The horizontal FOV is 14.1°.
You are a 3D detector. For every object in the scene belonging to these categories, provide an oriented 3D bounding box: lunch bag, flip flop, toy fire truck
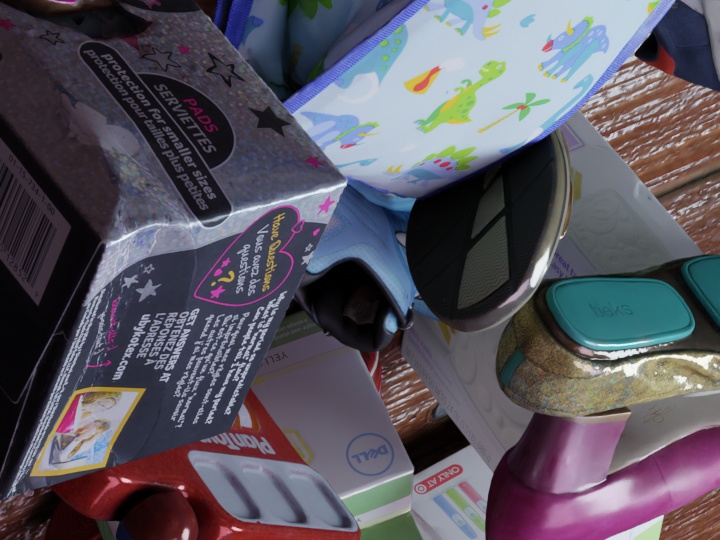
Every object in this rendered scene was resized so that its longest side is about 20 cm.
[{"bbox_3d":[0.035,-0.123,1.189,0.200,0.127,0.170,-56,150,11],"label":"lunch bag"},{"bbox_3d":[0.064,-0.035,1.302,0.081,0.200,0.058,-32,115,16],"label":"flip flop"},{"bbox_3d":[-0.097,0.059,1.245,0.112,0.168,0.200,-49,152,16],"label":"toy fire truck"}]

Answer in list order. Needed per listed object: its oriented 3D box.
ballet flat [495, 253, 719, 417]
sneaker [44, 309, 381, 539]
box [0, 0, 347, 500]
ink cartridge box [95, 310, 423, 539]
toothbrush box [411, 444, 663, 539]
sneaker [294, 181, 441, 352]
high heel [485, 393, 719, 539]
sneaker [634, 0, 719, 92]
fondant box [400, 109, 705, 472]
[{"bbox_3d":[0.141,0.032,1.318,0.199,0.071,0.071,-4,136,-38],"label":"ballet flat"},{"bbox_3d":[-0.062,0.113,1.470,0.200,0.078,0.116,-36,151,-7],"label":"sneaker"},{"bbox_3d":[-0.118,-0.044,1.030,0.114,0.200,0.132,-16,144,-42],"label":"box"},{"bbox_3d":[-0.040,0.125,1.353,0.145,0.200,0.048,-19,149,-12],"label":"ink cartridge box"},{"bbox_3d":[0.089,0.184,1.683,0.145,0.086,0.200,-27,145,-26],"label":"toothbrush box"},{"bbox_3d":[0.000,0.000,1.343,0.078,0.090,0.200,-16,158,29],"label":"sneaker"},{"bbox_3d":[0.146,0.095,1.398,0.199,0.067,0.096,3,123,-32],"label":"high heel"},{"bbox_3d":[0.143,-0.168,1.328,0.075,0.084,0.201,-44,136,-39],"label":"sneaker"},{"bbox_3d":[0.093,0.020,1.452,0.058,0.144,0.200,-23,148,-26],"label":"fondant box"}]
